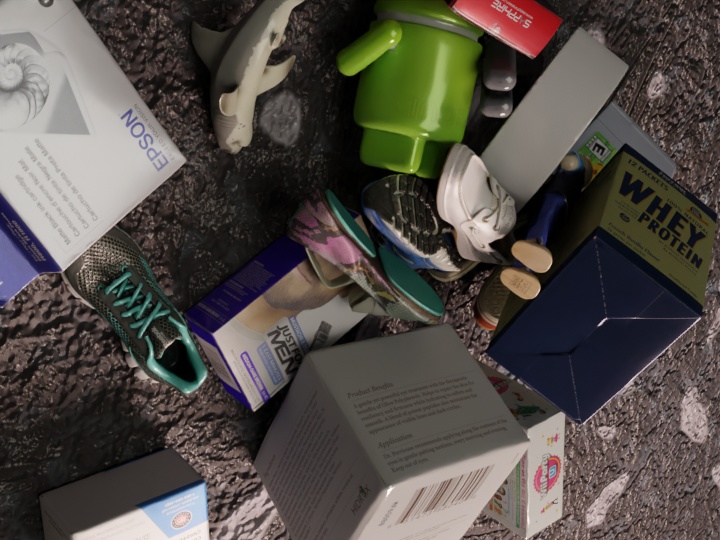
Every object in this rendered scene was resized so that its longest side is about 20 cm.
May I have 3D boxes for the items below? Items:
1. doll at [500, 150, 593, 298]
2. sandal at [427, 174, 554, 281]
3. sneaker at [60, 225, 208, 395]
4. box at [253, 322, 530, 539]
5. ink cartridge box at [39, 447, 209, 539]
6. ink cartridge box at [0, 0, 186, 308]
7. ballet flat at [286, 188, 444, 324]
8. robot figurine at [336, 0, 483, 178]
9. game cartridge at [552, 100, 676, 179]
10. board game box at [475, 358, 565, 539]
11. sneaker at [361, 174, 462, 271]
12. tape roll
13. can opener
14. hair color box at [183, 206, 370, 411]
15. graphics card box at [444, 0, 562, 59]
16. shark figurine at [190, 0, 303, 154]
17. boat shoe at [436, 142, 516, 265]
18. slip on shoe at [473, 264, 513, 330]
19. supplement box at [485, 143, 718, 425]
[{"bbox_3d":[0.199,-0.059,1.140,0.201,0.048,0.138,-57,168,-42],"label":"doll"},{"bbox_3d":[0.161,-0.049,1.258,0.199,0.080,0.058,-35,131,-8],"label":"sandal"},{"bbox_3d":[-0.196,0.037,0.981,0.078,0.091,0.201,-45,130,-17],"label":"sneaker"},{"bbox_3d":[0.027,0.192,1.138,0.196,0.172,0.201,-9,142,-37],"label":"box"},{"bbox_3d":[-0.225,0.300,1.070,0.144,0.084,0.204,-17,118,-34],"label":"ink cartridge box"},{"bbox_3d":[-0.270,-0.104,0.869,0.200,0.040,0.201,-44,119,-17],"label":"ink cartridge box"},{"bbox_3d":[0.000,0.000,1.071,0.071,0.070,0.200,-37,124,16],"label":"ballet flat"},{"bbox_3d":[0.058,-0.198,1.074,0.174,0.114,0.204,5,99,-52],"label":"robot figurine"},{"bbox_3d":[0.292,-0.098,1.323,0.133,0.040,0.200,45,74,-1],"label":"game cartridge"},{"bbox_3d":[0.143,0.194,1.259,0.064,0.199,0.150,-20,120,-32],"label":"board game box"},{"bbox_3d":[0.041,-0.040,1.135,0.200,0.088,0.080,36,51,-61],"label":"sneaker"},{"bbox_3d":[0.198,-0.159,1.165,0.070,0.203,0.204,36,80,2],"label":"tape roll"},{"bbox_3d":[0.151,-0.207,1.096,0.201,0.065,0.054,-65,161,-62],"label":"can opener"},{"bbox_3d":[-0.070,0.034,1.106,0.199,0.064,0.110,-41,128,-22],"label":"hair color box"},{"bbox_3d":[0.096,-0.295,1.018,0.124,0.201,0.051,18,123,-41],"label":"graphics card box"},{"bbox_3d":[-0.103,-0.215,0.970,0.217,0.089,0.128,-61,167,8],"label":"shark figurine"},{"bbox_3d":[0.128,-0.063,1.103,0.072,0.068,0.200,-63,155,-13],"label":"boat shoe"},{"bbox_3d":[0.202,-0.002,1.327,0.074,0.061,0.200,41,63,3],"label":"slip on shoe"},{"bbox_3d":[0.261,0.013,1.164,0.201,0.133,0.201,-52,-177,39],"label":"supplement box"}]
